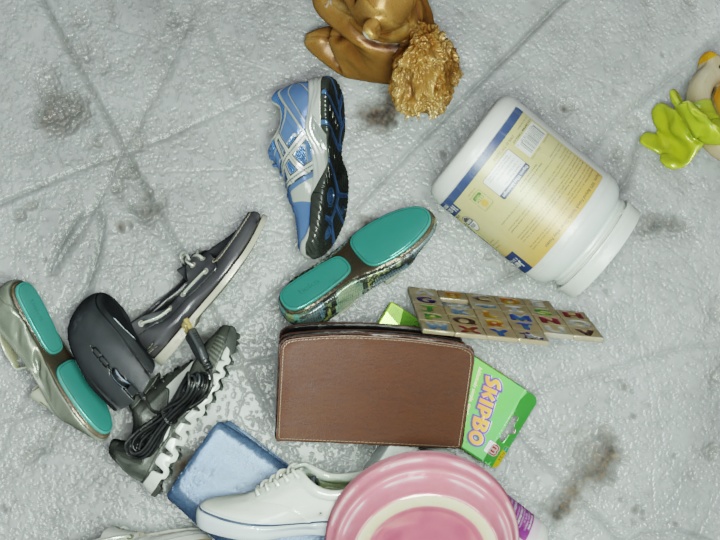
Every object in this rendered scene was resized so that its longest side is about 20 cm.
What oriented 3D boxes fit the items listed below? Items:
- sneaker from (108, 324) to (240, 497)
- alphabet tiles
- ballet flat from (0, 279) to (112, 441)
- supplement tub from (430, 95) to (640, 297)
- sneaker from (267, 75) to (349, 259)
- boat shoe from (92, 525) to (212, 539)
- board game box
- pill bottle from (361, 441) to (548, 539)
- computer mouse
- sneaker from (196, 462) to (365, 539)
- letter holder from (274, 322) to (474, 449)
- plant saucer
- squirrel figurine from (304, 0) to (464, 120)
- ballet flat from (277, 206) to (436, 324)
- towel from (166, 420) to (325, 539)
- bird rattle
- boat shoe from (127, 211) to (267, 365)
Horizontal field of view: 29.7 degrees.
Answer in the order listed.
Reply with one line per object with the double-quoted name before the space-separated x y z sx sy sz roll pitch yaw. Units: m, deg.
"sneaker" -0.206 0.137 1.467 0.090 0.066 0.201 31 85 -4
"alphabet tiles" 0.155 0.051 1.464 0.198 0.167 0.008 6 104 -5
"ballet flat" -0.339 0.105 1.467 0.063 0.067 0.201 -32 88 20
"supplement tub" 0.192 -0.079 1.487 0.200 0.144 0.145 39 82 -1
"sneaker" -0.060 -0.113 1.512 0.076 0.076 0.202 -1 87 21
"boat shoe" -0.257 0.302 1.445 0.198 0.071 0.070 -11 43 -18
"board game box" 0.092 0.129 1.517 0.199 0.030 0.096 33 85 1
"pill bottle" 0.094 0.262 1.462 0.199 0.112 0.113 37 82 -1
"computer mouse" -0.238 0.083 1.424 0.140 0.046 0.201 -41 62 16
"sneaker" -0.072 0.235 1.410 0.198 0.073 0.072 -2 102 -2
"letter holder" 0.012 0.097 1.419 0.198 0.101 0.143 2 125 -3
"plant saucer" 0.064 0.282 1.368 0.198 0.051 0.202 -1 110 -2
"squirrel figurine" 0.042 -0.262 1.468 0.141 0.187 0.200 -43 90 -8
"ballet flat" 0.000 0.000 1.504 0.199 0.074 0.075 -30 88 -4
"towel" -0.105 0.261 1.475 0.199 0.049 0.112 38 83 -2
"bird rattle" 0.432 -0.165 1.546 0.198 0.113 0.164 22 67 -6
"boat shoe" -0.178 0.007 1.480 0.063 0.073 0.201 38 87 -4
